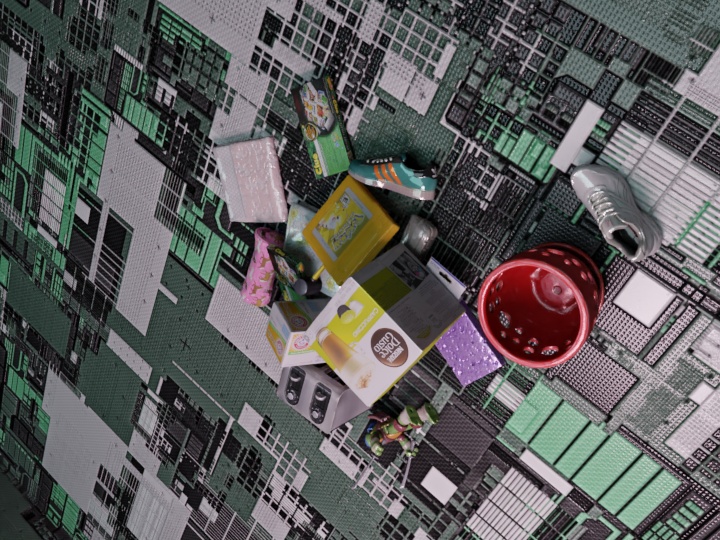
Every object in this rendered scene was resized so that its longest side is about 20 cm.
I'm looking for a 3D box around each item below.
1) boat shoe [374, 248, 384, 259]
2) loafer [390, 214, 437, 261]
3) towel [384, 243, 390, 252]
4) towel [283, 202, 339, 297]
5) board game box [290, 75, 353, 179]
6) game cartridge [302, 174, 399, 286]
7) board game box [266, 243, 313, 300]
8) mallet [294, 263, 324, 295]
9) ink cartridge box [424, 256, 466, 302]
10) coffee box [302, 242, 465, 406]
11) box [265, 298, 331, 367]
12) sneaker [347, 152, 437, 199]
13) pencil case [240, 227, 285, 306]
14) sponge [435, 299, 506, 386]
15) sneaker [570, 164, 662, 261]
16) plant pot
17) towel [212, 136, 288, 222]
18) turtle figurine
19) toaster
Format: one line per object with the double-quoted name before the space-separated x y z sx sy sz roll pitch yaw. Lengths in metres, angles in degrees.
"boat shoe" 0.019 -0.010 1.519 0.064 0.074 0.203 27 124 10
"loafer" 0.094 -0.027 1.484 0.070 0.070 0.201 40 118 22
"towel" 0.000 0.000 1.589 0.199 0.018 0.087 -20 94 39
"towel" -0.095 -0.048 1.604 0.199 0.048 0.172 27 117 29
"board game box" -0.081 -0.307 1.514 0.104 0.023 0.202 -9 102 36
"game cartridge" -0.026 -0.085 1.471 0.177 0.032 0.200 -49 45 13
"board game box" -0.159 0.029 1.647 0.104 0.023 0.201 28 150 29
"mallet" -0.077 -0.018 1.528 0.041 0.066 0.200 49 123 18
"ink cartridge box" 0.145 0.067 1.464 0.099 0.039 0.201 43 128 15
"coffee box" 0.049 0.106 1.392 0.198 0.200 0.200 46 128 8
"box" -0.100 0.137 1.579 0.113 0.199 0.102 55 136 43
"sneaker" 0.068 -0.209 1.431 0.199 0.071 0.081 19 115 22
"pencil case" -0.240 -0.007 1.716 0.082 0.087 0.201 22 120 5
"sponge" 0.208 0.138 1.488 0.111 0.030 0.201 -37 83 38
"sneaker" 0.431 -0.100 1.192 0.200 0.099 0.078 49 128 9
"plant pot" 0.337 0.049 1.263 0.199 0.182 0.202 14 116 31
"towel" -0.265 -0.214 1.685 0.190 0.032 0.202 1 109 35
"turtle figurine" 0.093 0.400 1.603 0.143 0.201 0.194 30 126 -20
"toaster" -0.065 0.266 1.641 0.180 0.199 0.120 31 121 31
